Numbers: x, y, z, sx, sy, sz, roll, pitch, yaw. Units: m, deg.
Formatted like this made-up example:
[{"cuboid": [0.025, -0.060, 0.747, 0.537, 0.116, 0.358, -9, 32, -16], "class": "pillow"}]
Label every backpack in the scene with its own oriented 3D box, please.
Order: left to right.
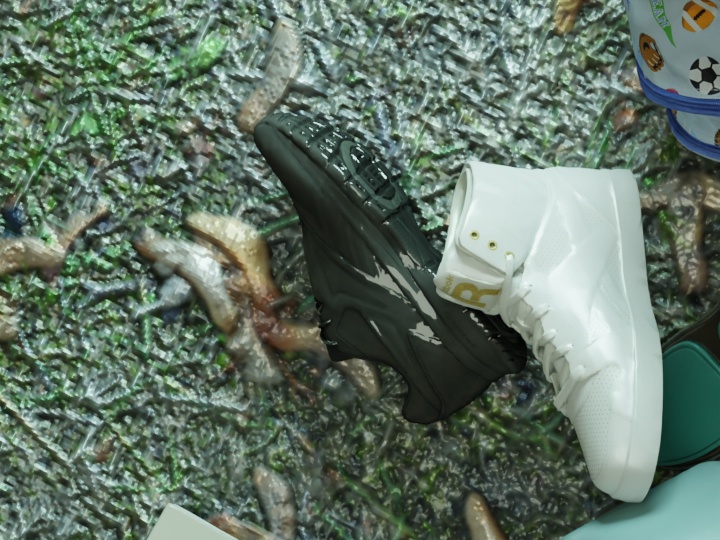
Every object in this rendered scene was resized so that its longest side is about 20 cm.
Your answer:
[{"cuboid": [0.215, -0.136, 1.258, 0.199, 0.191, 0.155, -9, 107, 12], "class": "backpack"}]

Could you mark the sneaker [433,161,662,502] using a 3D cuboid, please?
[{"cuboid": [0.093, 0.029, 1.298, 0.115, 0.074, 0.201, 6, 53, -13], "class": "sneaker"}]

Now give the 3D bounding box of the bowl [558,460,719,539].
[{"cuboid": [0.206, 0.175, 1.288, 0.201, 0.201, 0.105, 43, 77, 7], "class": "bowl"}]

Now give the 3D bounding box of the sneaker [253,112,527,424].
[{"cuboid": [0.000, 0.000, 1.371, 0.091, 0.076, 0.200, -42, 81, 19], "class": "sneaker"}]

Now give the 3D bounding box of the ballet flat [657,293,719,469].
[{"cuboid": [0.207, 0.040, 1.309, 0.068, 0.063, 0.200, 54, 144, 19], "class": "ballet flat"}]

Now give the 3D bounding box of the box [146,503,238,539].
[{"cuboid": [-0.127, 0.234, 1.364, 0.068, 0.082, 0.201, 29, 76, 1], "class": "box"}]
